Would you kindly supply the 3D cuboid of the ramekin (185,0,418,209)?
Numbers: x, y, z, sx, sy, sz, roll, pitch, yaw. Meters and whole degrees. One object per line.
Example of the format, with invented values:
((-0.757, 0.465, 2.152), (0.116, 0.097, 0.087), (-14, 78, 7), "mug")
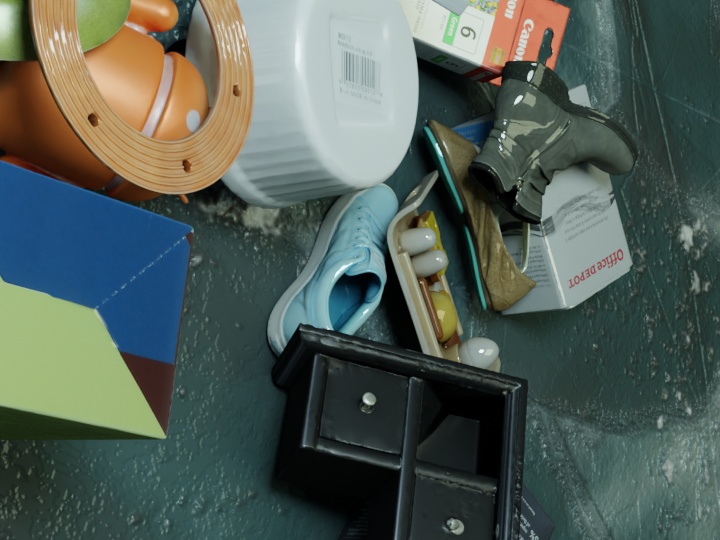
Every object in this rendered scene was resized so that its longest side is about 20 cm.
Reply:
((-0.037, -0.150, 1.074), (0.200, 0.097, 0.201), (2, 88, -57), "ramekin")

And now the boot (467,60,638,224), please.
((0.178, -0.100, 1.312), (0.200, 0.068, 0.131), (29, 76, -40), "boot")

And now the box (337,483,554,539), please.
((0.066, 0.258, 1.220), (0.148, 0.104, 0.200), (54, 50, -28), "box")

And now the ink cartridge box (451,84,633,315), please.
((0.187, -0.072, 1.410), (0.145, 0.084, 0.201), (-26, 103, -47), "ink cartridge box")

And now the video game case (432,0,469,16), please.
((-0.005, -0.297, 1.169), (0.143, 0.018, 0.200), (17, 28, -51), "video game case")

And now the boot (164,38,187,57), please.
((-0.089, -0.228, 1.136), (0.165, 0.065, 0.201), (26, 72, -56), "boot")

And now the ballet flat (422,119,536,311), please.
((0.122, -0.059, 1.326), (0.068, 0.072, 0.201), (-111, -178, -79), "ballet flat")

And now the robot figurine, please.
((-0.189, -0.122, 0.958), (0.200, 0.117, 0.144), (25, 55, -24), "robot figurine")

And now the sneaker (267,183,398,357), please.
((0.000, 0.000, 1.198), (0.074, 0.082, 0.200), (51, 51, -32), "sneaker")

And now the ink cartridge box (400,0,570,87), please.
((0.112, -0.242, 1.308), (0.199, 0.050, 0.109), (19, 81, -18), "ink cartridge box")

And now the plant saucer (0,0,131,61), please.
((-0.244, -0.208, 0.897), (0.199, 0.031, 0.200), (15, 39, -12), "plant saucer")

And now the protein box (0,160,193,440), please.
((-0.245, 0.022, 0.837), (0.198, 0.200, 0.135), (20, 71, -45), "protein box")

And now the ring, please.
((-0.140, -0.147, 0.898), (0.200, 0.019, 0.201), (19, 66, -50), "ring")

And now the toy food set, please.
((0.084, 0.017, 1.259), (0.144, 0.060, 0.201), (-58, 131, -71), "toy food set")

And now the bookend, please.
((0.021, 0.168, 1.100), (0.199, 0.092, 0.199), (15, 58, -11), "bookend")
